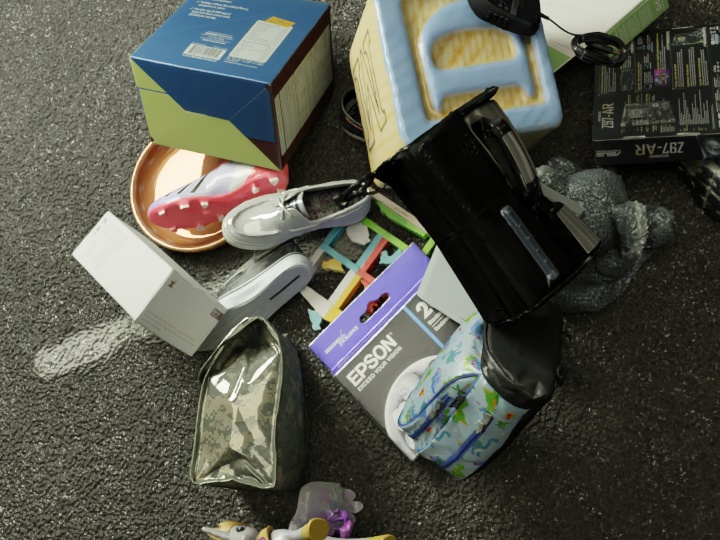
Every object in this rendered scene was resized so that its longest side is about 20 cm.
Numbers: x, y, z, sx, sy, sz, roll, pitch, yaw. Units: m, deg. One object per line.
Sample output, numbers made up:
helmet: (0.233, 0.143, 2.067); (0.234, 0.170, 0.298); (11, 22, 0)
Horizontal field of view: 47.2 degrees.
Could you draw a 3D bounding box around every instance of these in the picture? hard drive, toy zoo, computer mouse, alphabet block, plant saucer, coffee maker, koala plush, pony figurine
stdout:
hard drive: (0.153, -0.018, 0.940); (0.131, 0.026, 0.201); (32, 127, 17)
toy zoo: (0.000, 0.000, 1.098); (0.131, 0.020, 0.201); (34, 84, 18)
computer mouse: (0.202, -0.267, 0.901); (0.199, 0.034, 0.059); (24, 63, -10)
alphabet block: (0.104, -0.225, 0.994); (0.194, 0.200, 0.198); (-8, 84, -10)
plant saucer: (-0.228, -0.119, 1.170); (0.198, 0.037, 0.202); (-3, 75, 11)
coffee maker: (0.111, -0.047, 0.825); (0.191, 0.135, 0.201); (-35, 91, 11)
koala plush: (0.265, -0.051, 0.964); (0.177, 0.200, 0.185); (31, 82, 17)
pony figurine: (-0.056, 0.312, 0.922); (0.199, 0.192, 0.168); (-14, 60, 48)

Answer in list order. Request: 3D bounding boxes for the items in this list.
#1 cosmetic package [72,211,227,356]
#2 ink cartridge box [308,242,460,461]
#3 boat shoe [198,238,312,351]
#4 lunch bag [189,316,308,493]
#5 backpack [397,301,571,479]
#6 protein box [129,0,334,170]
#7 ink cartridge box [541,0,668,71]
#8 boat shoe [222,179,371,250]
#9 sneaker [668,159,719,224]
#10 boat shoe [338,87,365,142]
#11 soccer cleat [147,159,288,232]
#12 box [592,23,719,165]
cosmetic package: (-0.274, 0.014, 1.067); (0.081, 0.113, 0.200); (-51, 45, -4)
ink cartridge box: (0.066, 0.096, 1.035); (0.198, 0.043, 0.200); (-45, 78, -3)
boat shoe: (-0.153, 0.033, 1.102); (0.199, 0.072, 0.071); (-33, 46, 5)
lunch bag: (-0.126, 0.163, 1.003); (0.116, 0.164, 0.202); (2, 74, 9)
backpack: (0.131, 0.137, 0.915); (0.153, 0.201, 0.164); (18, 38, 6)
protein box: (-0.161, -0.264, 1.103); (0.197, 0.136, 0.201); (14, 48, 15)
ink cartridge box: (0.279, -0.321, 1.087); (0.200, 0.048, 0.146); (-41, 43, 0)
boat shoe: (-0.080, -0.076, 1.061); (0.198, 0.069, 0.073); (-7, 74, -10)
sneaker: (0.447, -0.132, 1.020); (0.079, 0.078, 0.201); (-26, 71, -6)
boat shoe: (0.066, -0.196, 1.116); (0.200, 0.063, 0.074); (17, 76, 9)
soccer cleat: (-0.192, -0.112, 1.113); (0.198, 0.067, 0.077); (-18, 57, 5)
box: (0.373, -0.221, 1.025); (0.159, 0.044, 0.201); (-1, 52, 19)
